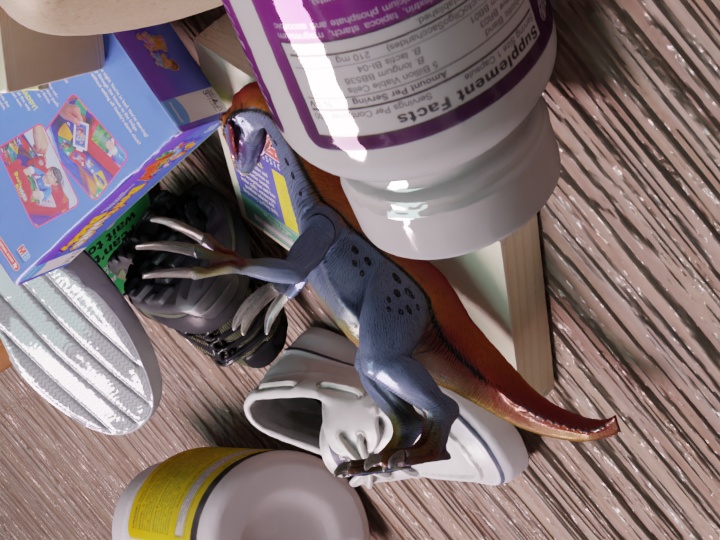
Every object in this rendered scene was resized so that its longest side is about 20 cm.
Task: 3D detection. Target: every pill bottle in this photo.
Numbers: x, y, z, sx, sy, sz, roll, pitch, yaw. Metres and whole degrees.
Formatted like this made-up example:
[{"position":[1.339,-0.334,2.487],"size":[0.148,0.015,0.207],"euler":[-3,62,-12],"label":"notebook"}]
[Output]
[{"position":[0.007,-0.104,0.785],"size":[0.112,0.112,0.201],"euler":[25,148,45],"label":"pill bottle"},{"position":[-0.084,0.171,1.407],"size":[0.115,0.114,0.200],"euler":[54,158,-14],"label":"pill bottle"}]

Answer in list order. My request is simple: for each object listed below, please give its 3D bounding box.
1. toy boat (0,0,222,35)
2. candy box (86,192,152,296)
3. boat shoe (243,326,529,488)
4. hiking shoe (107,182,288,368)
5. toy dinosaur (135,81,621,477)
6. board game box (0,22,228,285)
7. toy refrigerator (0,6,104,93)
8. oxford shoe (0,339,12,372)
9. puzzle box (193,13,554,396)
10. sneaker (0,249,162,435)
[{"position":[-0.101,-0.186,0.881],"size":[0.200,0.130,0.131],"euler":[102,154,-63],"label":"toy boat"},{"position":[-0.202,-0.088,1.252],"size":[0.169,0.077,0.200],"euler":[38,156,27],"label":"candy box"},{"position":[0.010,0.085,1.153],"size":[0.200,0.065,0.074],"euler":[11,138,57],"label":"boat shoe"},{"position":[-0.072,0.008,1.175],"size":[0.100,0.076,0.200],"euler":[37,179,-14],"label":"hiking shoe"},{"position":[0.000,0.000,0.987],"size":[0.105,0.199,0.183],"euler":[124,139,-81],"label":"toy dinosaur"},{"position":[-0.170,-0.114,1.060],"size":[0.134,0.045,0.201],"euler":[-38,83,32],"label":"board game box"},{"position":[-0.223,-0.115,1.019],"size":[0.199,0.076,0.070],"euler":[1,104,29],"label":"toy refrigerator"},{"position":[-0.249,-0.004,1.229],"size":[0.071,0.071,0.200],"euler":[37,170,50],"label":"oxford shoe"},{"position":[0.007,-0.027,1.028],"size":[0.200,0.025,0.133],"euler":[36,155,31],"label":"puzzle box"},{"position":[-0.166,-0.007,1.147],"size":[0.073,0.071,0.200],"euler":[-30,103,24],"label":"sneaker"}]
